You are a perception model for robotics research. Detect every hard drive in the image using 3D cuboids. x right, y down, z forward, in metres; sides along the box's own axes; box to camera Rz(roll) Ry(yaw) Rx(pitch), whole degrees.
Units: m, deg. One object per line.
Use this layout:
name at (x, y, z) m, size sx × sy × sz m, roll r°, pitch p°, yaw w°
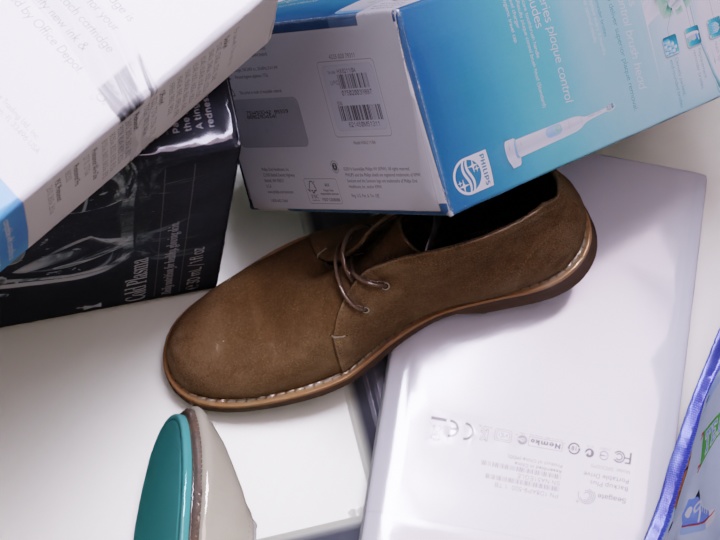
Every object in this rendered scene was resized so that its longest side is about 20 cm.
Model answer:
hard drive at (0.078, 0.042, 0.983) m, size 0.131 × 0.027 × 0.201 m, roll 10°, pitch 73°, yaw -2°

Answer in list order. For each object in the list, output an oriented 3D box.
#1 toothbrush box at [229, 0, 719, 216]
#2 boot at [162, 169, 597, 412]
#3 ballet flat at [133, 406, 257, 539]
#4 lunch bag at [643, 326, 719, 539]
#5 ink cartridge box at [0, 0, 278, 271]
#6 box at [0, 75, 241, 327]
toothbrush box at (0.059, -0.094, 0.924) m, size 0.200 × 0.146 × 0.086 m, roll -22°, pitch 105°, yaw -31°
boot at (0.000, 0.000, 0.944) m, size 0.199 × 0.075 × 0.074 m, roll -22°, pitch 68°, yaw 7°
ballet flat at (-0.068, 0.159, 0.918) m, size 0.069 × 0.069 × 0.201 m, roll 10°, pitch 74°, yaw -3°
lunch bag at (0.231, 0.076, 0.938) m, size 0.170 × 0.124 × 0.200 m, roll 28°, pitch 64°, yaw -8°
ink cartridge box at (-0.109, -0.095, 0.773) m, size 0.200 × 0.068 × 0.116 m, roll -41°, pitch 84°, yaw -15°
box at (-0.159, -0.056, 0.896) m, size 0.196 × 0.200 × 0.124 m, roll -9°, pitch 75°, yaw -9°
